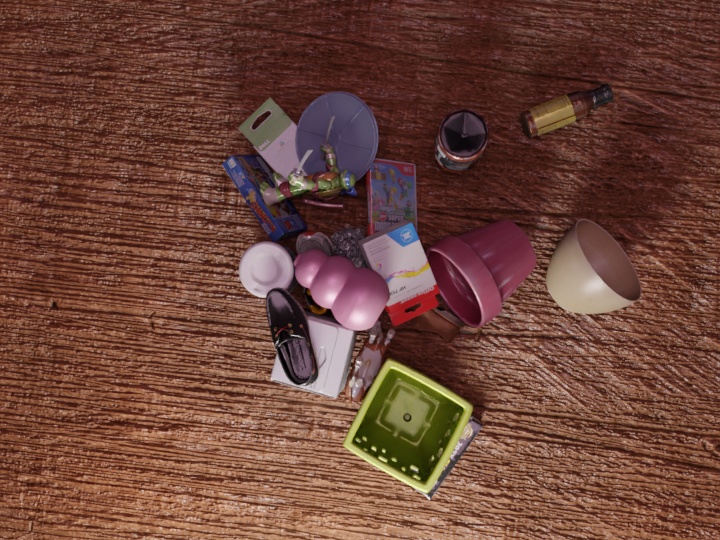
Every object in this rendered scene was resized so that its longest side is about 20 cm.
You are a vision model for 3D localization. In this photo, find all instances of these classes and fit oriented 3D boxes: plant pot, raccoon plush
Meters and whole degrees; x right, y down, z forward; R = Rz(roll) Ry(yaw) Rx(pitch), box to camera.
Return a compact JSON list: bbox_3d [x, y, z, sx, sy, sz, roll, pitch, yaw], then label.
[{"bbox_3d":[0.472,0.013,1.557,0.201,0.200,0.134,50,126,3],"label":"plant pot"},{"bbox_3d":[0.000,0.000,1.570,0.096,0.134,0.200,-26,62,-20],"label":"raccoon plush"},{"bbox_3d":[0.263,-0.009,1.561,0.178,0.200,0.201,-32,87,-15],"label":"plant pot"},{"bbox_3d":[0.095,0.302,1.507,0.198,0.181,0.201,29,89,3],"label":"plant pot"}]

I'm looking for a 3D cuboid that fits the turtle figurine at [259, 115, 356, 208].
[{"bbox_3d":[-0.115,-0.214,1.517,0.192,0.200,0.145,-12,54,27],"label":"turtle figurine"}]

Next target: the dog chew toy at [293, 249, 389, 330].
[{"bbox_3d":[-0.043,0.029,1.454,0.199,0.125,0.125,32,90,3],"label":"dog chew toy"}]

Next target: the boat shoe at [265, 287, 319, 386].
[{"bbox_3d":[-0.135,0.127,1.436,0.073,0.063,0.203,-21,84,7],"label":"boat shoe"}]

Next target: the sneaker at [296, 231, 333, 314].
[{"bbox_3d":[-0.089,0.005,1.540,0.077,0.082,0.201,-7,127,3],"label":"sneaker"}]

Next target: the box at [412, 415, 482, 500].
[{"bbox_3d":[0.145,0.369,1.616,0.159,0.049,0.201,35,90,1],"label":"box"}]

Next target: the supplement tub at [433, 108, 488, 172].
[{"bbox_3d":[0.208,-0.265,1.556,0.106,0.200,0.108,0,87,3],"label":"supplement tub"}]

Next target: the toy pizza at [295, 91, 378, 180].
[{"bbox_3d":[-0.049,-0.278,1.575,0.198,0.032,0.202,2,95,25],"label":"toy pizza"}]

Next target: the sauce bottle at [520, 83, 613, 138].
[{"bbox_3d":[0.451,-0.351,1.615,0.198,0.066,0.067,-20,87,1],"label":"sauce bottle"}]

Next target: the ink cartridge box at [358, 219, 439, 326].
[{"bbox_3d":[0.087,0.011,1.531,0.115,0.067,0.201,-25,101,-6],"label":"ink cartridge box"}]

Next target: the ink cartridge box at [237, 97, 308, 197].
[{"bbox_3d":[-0.167,-0.272,1.646,0.104,0.059,0.200,-42,87,1],"label":"ink cartridge box"}]

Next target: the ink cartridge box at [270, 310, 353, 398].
[{"bbox_3d":[-0.091,0.170,1.558,0.143,0.200,0.147,14,89,3],"label":"ink cartridge box"}]

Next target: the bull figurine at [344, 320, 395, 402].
[{"bbox_3d":[0.022,0.183,1.563,0.065,0.122,0.201,20,59,2],"label":"bull figurine"}]

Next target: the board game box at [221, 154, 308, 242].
[{"bbox_3d":[-0.204,-0.160,1.606,0.034,0.135,0.201,-35,86,20],"label":"board game box"}]

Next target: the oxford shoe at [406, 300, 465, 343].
[{"bbox_3d":[0.128,0.091,1.616,0.199,0.071,0.072,33,94,2],"label":"oxford shoe"}]

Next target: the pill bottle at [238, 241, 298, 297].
[{"bbox_3d":[-0.183,-0.001,1.569,0.113,0.200,0.115,0,89,3],"label":"pill bottle"}]

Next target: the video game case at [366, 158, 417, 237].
[{"bbox_3d":[0.069,-0.137,1.603,0.017,0.142,0.202,-4,87,47],"label":"video game case"}]
